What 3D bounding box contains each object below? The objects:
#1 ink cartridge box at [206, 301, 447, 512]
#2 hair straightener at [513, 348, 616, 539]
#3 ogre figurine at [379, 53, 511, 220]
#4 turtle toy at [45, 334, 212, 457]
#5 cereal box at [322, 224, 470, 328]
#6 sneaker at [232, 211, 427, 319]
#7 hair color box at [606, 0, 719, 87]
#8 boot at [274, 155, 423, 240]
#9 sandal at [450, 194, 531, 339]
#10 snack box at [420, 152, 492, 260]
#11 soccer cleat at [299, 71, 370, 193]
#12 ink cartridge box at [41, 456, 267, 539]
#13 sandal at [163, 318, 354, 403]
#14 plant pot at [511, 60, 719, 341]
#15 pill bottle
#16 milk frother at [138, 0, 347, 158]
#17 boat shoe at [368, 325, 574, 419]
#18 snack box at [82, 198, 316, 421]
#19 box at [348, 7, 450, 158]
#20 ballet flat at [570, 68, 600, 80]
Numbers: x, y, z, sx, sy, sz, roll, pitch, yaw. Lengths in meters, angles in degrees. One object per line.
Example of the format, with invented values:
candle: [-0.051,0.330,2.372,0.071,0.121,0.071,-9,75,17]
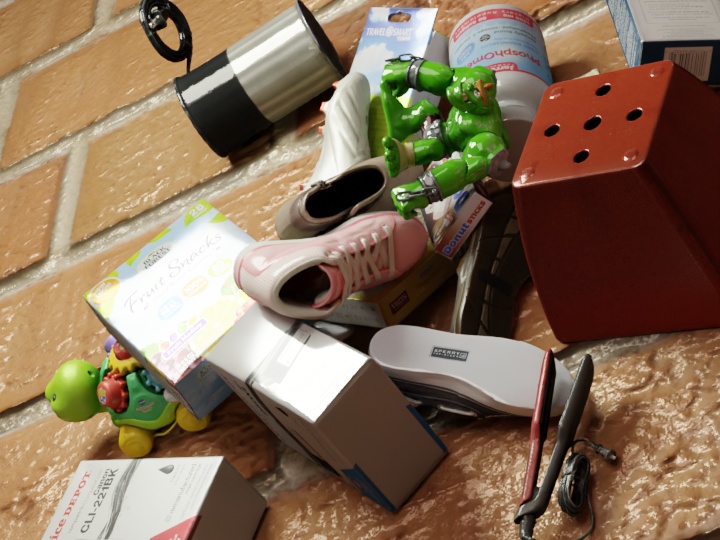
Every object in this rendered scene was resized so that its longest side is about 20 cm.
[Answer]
ink cartridge box: [-0.034,0.124,1.642,0.084,0.145,0.200,-48,35,-13]
hair straightener: [0.179,0.156,1.489,0.077,0.041,0.200,4,52,17]
ogre figurine: [0.083,-0.143,1.726,0.120,0.098,0.200,-11,29,7]
turtle toy: [-0.242,0.116,1.874,0.200,0.101,0.146,-25,37,19]
cereal box: [0.000,0.000,1.815,0.200,0.040,0.144,6,37,47]
sneaker: [-0.013,0.000,1.661,0.200,0.076,0.105,-12,20,-21]
hair color box: [0.318,-0.267,1.812,0.100,0.061,0.200,-1,40,-3]
boot: [0.000,-0.078,1.771,0.200,0.070,0.146,-34,-2,-19]
sandal: [0.127,0.009,1.708,0.055,0.082,0.200,-28,37,53]
snack box: [0.093,-0.076,1.780,0.072,0.024,0.200,-54,15,14]
soccer cleat: [-0.012,-0.125,1.900,0.077,0.069,0.200,7,65,23]
ink cartridge box: [-0.211,0.262,1.696,0.200,0.084,0.145,-7,46,37]
sandal: [-0.099,0.105,1.794,0.206,0.059,0.079,-22,18,1]
plant pot: [0.247,-0.074,1.588,0.199,0.176,0.200,-8,45,36]
pill bottle: [0.153,-0.188,1.859,0.109,0.109,0.200,-25,37,18]
milk frother: [-0.150,-0.280,2.157,0.188,0.200,0.181,-31,31,9]
boat shoe: [0.104,0.106,1.610,0.199,0.068,0.072,10,51,20]
snack box: [-0.163,0.036,1.780,0.169,0.068,0.200,-41,42,-13]
box: [0.033,-0.195,1.967,0.122,0.048,0.201,10,80,48]
ballet flat: [0.273,-0.165,1.768,0.062,0.068,0.200,-34,34,-11]
